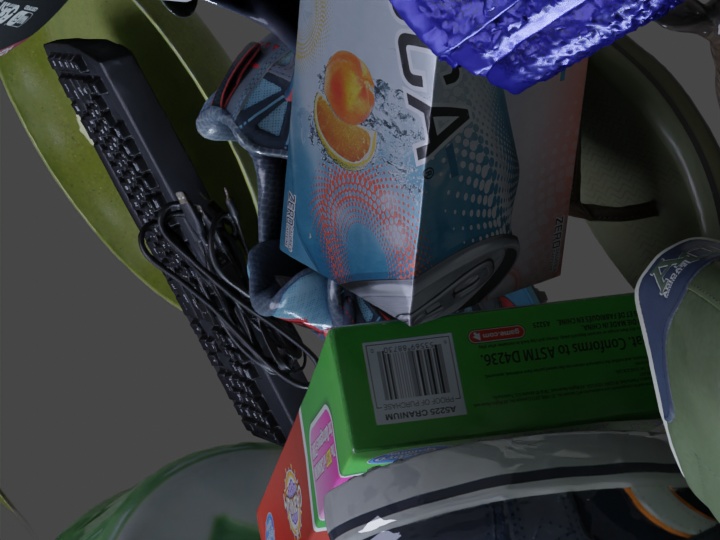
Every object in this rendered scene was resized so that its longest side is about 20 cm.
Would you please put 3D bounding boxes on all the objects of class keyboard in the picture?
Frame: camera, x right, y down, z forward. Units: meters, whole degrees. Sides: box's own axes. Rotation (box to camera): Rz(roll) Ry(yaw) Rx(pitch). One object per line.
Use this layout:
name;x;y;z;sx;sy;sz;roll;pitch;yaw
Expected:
keyboard;-0.078;-0.004;1.149;0.104;0.040;0.200;4;126;61

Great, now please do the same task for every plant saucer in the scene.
plant saucer;-0.093;-0.068;1.179;0.200;0.031;0.200;42;153;28

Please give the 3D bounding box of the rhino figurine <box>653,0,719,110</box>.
rhino figurine;0.139;-0.026;0.761;0.087;0.060;0.200;11;134;58

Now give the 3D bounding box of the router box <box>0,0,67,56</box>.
router box;-0.206;-0.172;1.053;0.200;0.062;0.150;54;-171;6

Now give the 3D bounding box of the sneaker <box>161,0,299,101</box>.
sneaker;-0.053;-0.141;0.943;0.200;0.084;0.075;48;155;17

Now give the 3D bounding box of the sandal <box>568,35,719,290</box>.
sandal;0.050;-0.062;0.884;0.201;0.057;0.080;53;157;-4

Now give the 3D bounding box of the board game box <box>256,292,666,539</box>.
board game box;0.053;0.061;0.912;0.200;0.153;0.040;111;151;-68

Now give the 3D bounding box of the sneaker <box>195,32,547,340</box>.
sneaker;0.000;0.000;1.012;0.079;0.095;0.200;9;129;59

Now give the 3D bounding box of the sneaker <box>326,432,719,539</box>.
sneaker;0.085;0.093;0.816;0.078;0.200;0.080;-34;59;55

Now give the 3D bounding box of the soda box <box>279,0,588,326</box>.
soda box;0.027;-0.090;0.802;0.064;0.068;0.200;29;125;41

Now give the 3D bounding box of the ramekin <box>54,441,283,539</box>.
ramekin;-0.050;0.174;1.218;0.200;0.200;0.098;53;149;5

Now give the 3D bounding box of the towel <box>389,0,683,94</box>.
towel;0.064;-0.140;0.671;0.200;0.050;0.148;-28;98;39

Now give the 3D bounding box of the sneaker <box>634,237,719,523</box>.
sneaker;0.137;0.065;0.762;0.090;0.067;0.200;42;168;53
